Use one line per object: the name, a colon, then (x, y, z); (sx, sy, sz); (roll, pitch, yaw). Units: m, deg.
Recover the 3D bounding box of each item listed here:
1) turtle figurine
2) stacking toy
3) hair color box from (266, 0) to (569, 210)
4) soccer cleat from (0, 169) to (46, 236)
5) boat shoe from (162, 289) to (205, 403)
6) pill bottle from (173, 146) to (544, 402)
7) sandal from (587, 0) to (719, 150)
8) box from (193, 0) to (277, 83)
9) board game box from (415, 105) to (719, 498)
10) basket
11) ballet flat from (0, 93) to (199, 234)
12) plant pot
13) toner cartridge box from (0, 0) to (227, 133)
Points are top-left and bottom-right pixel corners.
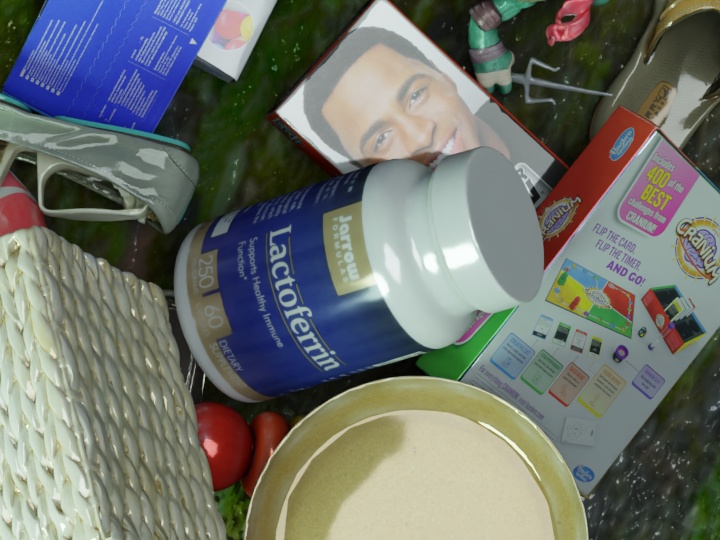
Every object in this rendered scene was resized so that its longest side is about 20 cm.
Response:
turtle figurine: (0.088, -0.197, 1.638); (0.200, 0.101, 0.150); (27, 73, 4)
stacking toy: (-0.021, 0.120, 1.617); (0.200, 0.085, 0.086); (9, 89, -17)
hair color box: (0.049, -0.065, 1.650); (0.200, 0.061, 0.102); (42, 86, -6)
soccer cleat: (-0.282, 0.007, 1.610); (0.200, 0.067, 0.077); (-27, 65, -2)
boat shoe: (-0.143, 0.108, 1.624); (0.072, 0.060, 0.200); (24, 87, -8)
pill bottle: (0.000, 0.000, 1.574); (0.200, 0.116, 0.116); (-18, 94, 27)
sandal: (0.210, -0.145, 1.676); (0.080, 0.054, 0.200); (29, 86, -7)
box: (-0.131, -0.229, 1.634); (0.200, 0.041, 0.156); (26, 87, -7)
board game box: (0.148, 0.022, 1.632); (0.200, 0.040, 0.153); (-51, 130, -1)
basket: (-0.193, 0.097, 1.506); (0.161, 0.198, 0.200); (-21, 72, 15)
ballet flat: (-0.196, -0.070, 1.583); (0.200, 0.067, 0.064); (17, 81, 1)
plant pot: (0.032, 0.162, 1.554); (0.200, 0.027, 0.200); (0, 82, 3)
toner cartridge box: (-0.130, -0.164, 1.573); (0.095, 0.043, 0.200); (29, 127, -7)
